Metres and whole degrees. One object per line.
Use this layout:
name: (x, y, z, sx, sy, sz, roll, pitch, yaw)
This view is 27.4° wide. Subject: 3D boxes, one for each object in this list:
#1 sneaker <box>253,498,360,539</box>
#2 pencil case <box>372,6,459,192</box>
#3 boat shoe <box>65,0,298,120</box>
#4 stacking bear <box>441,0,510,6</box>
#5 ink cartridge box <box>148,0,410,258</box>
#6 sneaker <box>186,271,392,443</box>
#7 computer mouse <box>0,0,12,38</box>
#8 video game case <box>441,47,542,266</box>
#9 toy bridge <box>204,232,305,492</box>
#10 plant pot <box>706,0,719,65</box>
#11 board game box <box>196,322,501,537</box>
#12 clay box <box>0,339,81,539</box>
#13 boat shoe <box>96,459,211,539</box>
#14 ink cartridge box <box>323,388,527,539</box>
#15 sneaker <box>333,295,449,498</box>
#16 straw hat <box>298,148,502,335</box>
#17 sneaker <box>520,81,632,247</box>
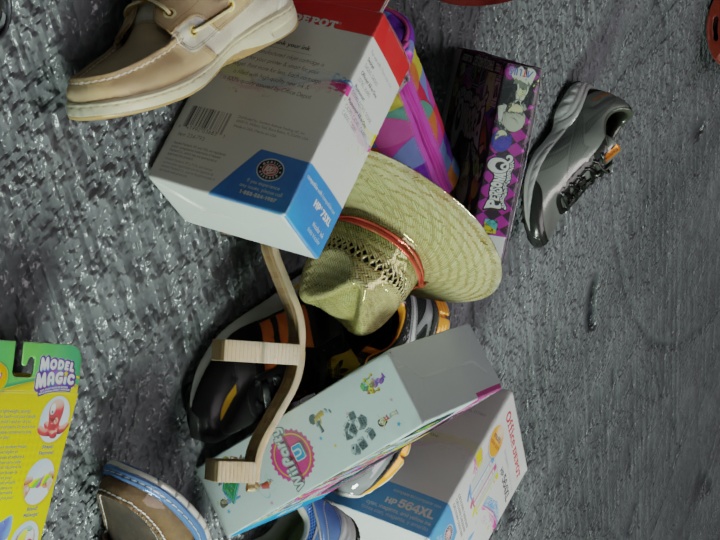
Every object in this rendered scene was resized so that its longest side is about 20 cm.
sneaker: (-0.080, 0.272, 1.233, 0.077, 0.075, 0.201, 50, 57, -33)
pencil case: (0.023, -0.123, 1.184, 0.089, 0.088, 0.200, -62, 152, -22)
boat shoe: (-0.116, -0.154, 0.923, 0.200, 0.073, 0.070, -42, 126, -47)
stacking bear: (0.098, -0.325, 1.197, 0.122, 0.113, 0.200, -61, 146, -24)
ink cartridge box: (-0.045, -0.121, 1.014, 0.201, 0.116, 0.067, -64, 151, -17)
sneaker: (-0.051, 0.069, 1.136, 0.200, 0.090, 0.070, -43, 140, -45)
computer mouse: (-0.161, -0.230, 0.816, 0.200, 0.046, 0.141, -39, 142, -32)
video game case: (0.100, -0.095, 1.277, 0.200, 0.036, 0.183, -124, -137, -75)
toy bridge: (-0.074, 0.060, 1.078, 0.067, 0.027, 0.202, 5, 86, -28)
plant pot: (0.586, -0.340, 2.049, 0.195, 0.200, 0.202, -14, 117, -50)
board game box: (-0.007, 0.123, 1.149, 0.147, 0.199, 0.065, -11, 71, -60)
clay box: (-0.233, 0.134, 0.869, 0.115, 0.047, 0.202, 12, 92, -63)
boat shoe: (-0.147, 0.211, 1.050, 0.073, 0.072, 0.201, -56, 148, -29)
ink cartridge box: (0.065, 0.187, 1.387, 0.200, 0.125, 0.129, -55, 148, -32)
sneaker: (0.010, 0.101, 1.303, 0.077, 0.078, 0.201, 34, 70, -48)
straw hat: (0.000, 0.000, 1.084, 0.085, 0.200, 0.201, -58, 149, -23)
sneaker: (0.229, -0.114, 1.591, 0.201, 0.079, 0.074, -63, 153, -18)
